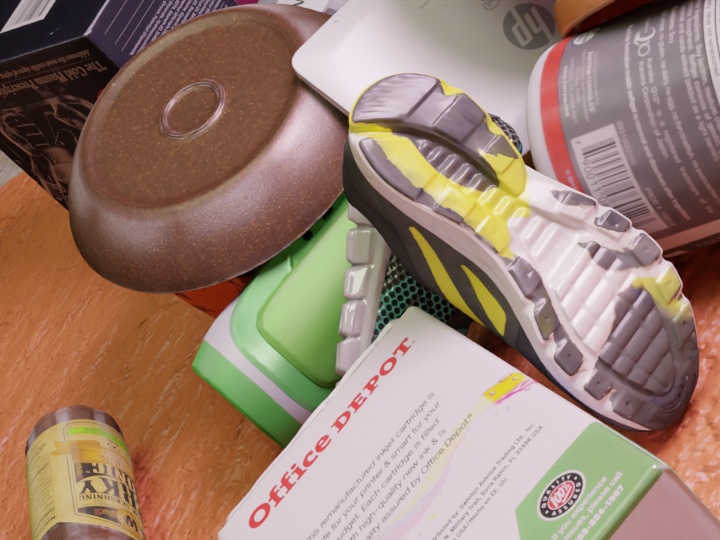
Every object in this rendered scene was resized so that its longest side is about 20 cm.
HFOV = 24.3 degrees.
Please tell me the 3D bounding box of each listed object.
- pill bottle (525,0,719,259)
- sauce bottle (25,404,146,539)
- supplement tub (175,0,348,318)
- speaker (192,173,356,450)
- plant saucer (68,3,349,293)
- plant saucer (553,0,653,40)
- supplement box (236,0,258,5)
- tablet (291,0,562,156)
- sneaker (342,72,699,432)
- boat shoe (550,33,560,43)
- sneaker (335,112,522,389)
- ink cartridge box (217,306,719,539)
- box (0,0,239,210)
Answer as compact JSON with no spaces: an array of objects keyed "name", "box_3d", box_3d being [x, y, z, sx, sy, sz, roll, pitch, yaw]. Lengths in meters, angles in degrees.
[{"name":"pill bottle","box_3d":[0.184,-0.081,0.750,0.199,0.116,0.116,-20,40,35]},{"name":"sauce bottle","box_3d":[-0.150,0.154,0.931,0.065,0.065,0.200,-40,33,10]},{"name":"supplement tub","box_3d":[-0.048,-0.073,1.011,0.122,0.123,0.201,2,54,51]},{"name":"speaker","box_3d":[0.000,0.000,0.905,0.200,0.088,0.088,-49,31,-6]},{"name":"plant saucer","box_3d":[-0.086,-0.080,0.928,0.199,0.037,0.201,-16,50,20]},{"name":"plant saucer","box_3d":[0.186,-0.157,0.795,0.199,0.033,0.200,-18,-3,-1]},{"name":"supplement box","box_3d":[-0.084,-0.215,1.236,0.131,0.103,0.201,-8,47,46]},{"name":"tablet","box_3d":[0.073,-0.140,0.893,0.130,0.014,0.200,39,75,15]},{"name":"sneaker","box_3d":[0.071,-0.006,0.755,0.074,0.200,0.085,-43,0,-17]},{"name":"boat shoe","box_3d":[0.090,-0.145,0.987,0.076,0.060,0.200,-47,31,-2]},{"name":"sneaker","box_3d":[0.036,0.010,0.822,0.078,0.091,0.201,-47,-37,-83]},{"name":"ink cartridge box","box_3d":[0.045,0.120,0.714,0.145,0.084,0.200,-49,32,-6]},{"name":"box","box_3d":[-0.155,-0.119,1.134,0.199,0.182,0.104,-6,49,47]}]
